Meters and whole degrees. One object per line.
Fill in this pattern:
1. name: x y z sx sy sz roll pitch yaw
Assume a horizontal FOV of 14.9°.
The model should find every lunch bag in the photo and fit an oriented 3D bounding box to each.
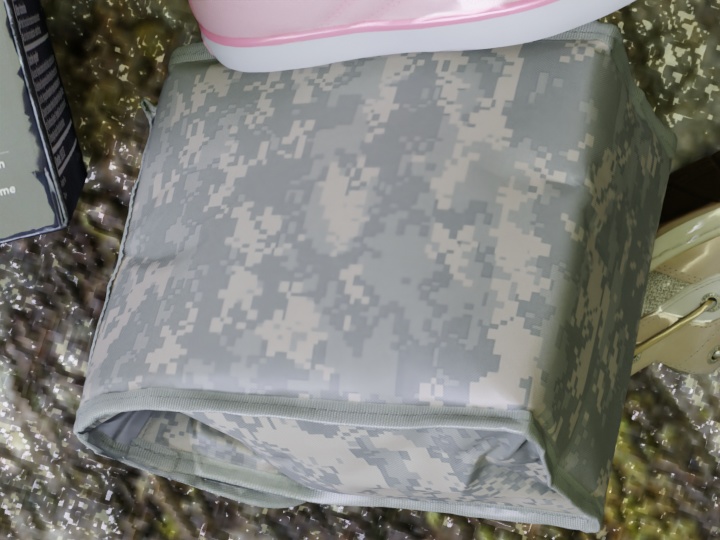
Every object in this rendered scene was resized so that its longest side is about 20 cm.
1. lunch bag: 0.000 0.000 1.019 0.199 0.118 0.165 4 67 23

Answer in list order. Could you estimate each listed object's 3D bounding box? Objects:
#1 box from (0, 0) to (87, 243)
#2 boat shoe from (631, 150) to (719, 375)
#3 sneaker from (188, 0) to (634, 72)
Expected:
1. box: -0.180 -0.106 0.976 0.122 0.200 0.200 -13 97 -3
2. boat shoe: 0.121 0.008 1.081 0.199 0.072 0.065 -29 104 5
3. sneaker: 0.021 -0.136 0.962 0.199 0.076 0.105 -9 131 18
